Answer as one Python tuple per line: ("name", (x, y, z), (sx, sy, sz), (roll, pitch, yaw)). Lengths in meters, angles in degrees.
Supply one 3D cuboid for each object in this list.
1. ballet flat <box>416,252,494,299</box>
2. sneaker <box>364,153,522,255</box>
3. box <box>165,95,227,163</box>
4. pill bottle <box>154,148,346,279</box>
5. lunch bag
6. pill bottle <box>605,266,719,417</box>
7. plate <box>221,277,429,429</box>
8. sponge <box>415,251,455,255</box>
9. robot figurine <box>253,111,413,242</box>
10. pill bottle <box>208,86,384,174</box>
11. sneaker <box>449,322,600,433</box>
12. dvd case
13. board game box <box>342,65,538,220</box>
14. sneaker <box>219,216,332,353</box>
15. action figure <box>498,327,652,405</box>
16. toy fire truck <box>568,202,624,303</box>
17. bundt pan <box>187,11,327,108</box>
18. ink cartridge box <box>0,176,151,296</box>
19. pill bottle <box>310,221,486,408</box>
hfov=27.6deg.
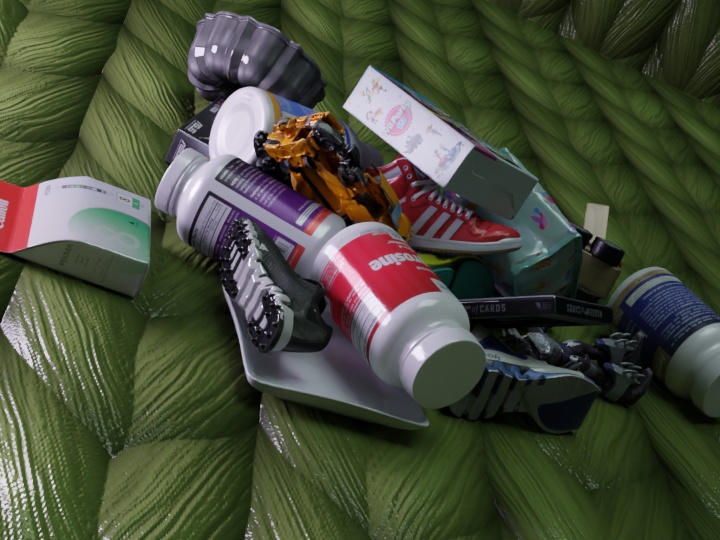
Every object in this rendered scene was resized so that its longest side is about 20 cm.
("ballet flat", (0.090, 0.003, 1.720), (0.067, 0.067, 0.200), (30, 13, 28))
("sneaker", (0.093, -0.078, 1.719), (0.199, 0.113, 0.071), (5, 4, 9))
("box", (-0.147, -0.150, 1.888), (0.158, 0.048, 0.200), (27, 22, 2))
("pill bottle", (-0.122, -0.053, 1.613), (0.200, 0.113, 0.112), (31, 22, 8))
("lunch bag", (0.195, -0.028, 1.849), (0.171, 0.122, 0.200), (55, -8, 28))
("pill bottle", (0.418, 0.093, 1.900), (0.115, 0.116, 0.200), (8, 28, -39))
("plate", (-0.044, 0.090, 1.492), (0.199, 0.032, 0.200), (18, 24, -23))
("sponge", (0.100, -0.030, 1.913), (0.111, 0.030, 0.200), (34, 21, -2))
("robot figurine", (-0.031, -0.099, 1.629), (0.200, 0.145, 0.058), (54, 50, -30))
("pill bottle", (-0.071, -0.137, 1.740), (0.200, 0.112, 0.112), (18, 22, -41))
("sneaker", (0.162, 0.109, 1.620), (0.199, 0.081, 0.115), (12, 28, -30))
("dvd case", (0.164, 0.048, 1.657), (0.199, 0.025, 0.150), (-4, -8, 34))
("board game box", (0.094, -0.150, 1.734), (0.200, 0.064, 0.147), (41, 12, 38))
("sneaker", (-0.083, 0.020, 1.481), (0.090, 0.067, 0.200), (16, 28, -31))
("action figure", (0.252, 0.101, 1.761), (0.199, 0.070, 0.130), (12, 35, -25))
("toy fire truck", (0.289, -0.047, 2.083), (0.176, 0.129, 0.200), (28, 10, 4))
("bundt pan", (-0.151, -0.258, 1.985), (0.201, 0.076, 0.202), (24, -22, 10))
("ink cartridge box", (-0.313, -0.057, 1.494), (0.199, 0.050, 0.161), (22, 22, -18))
("pill bottle", (0.040, 0.047, 1.491), (0.112, 0.113, 0.200), (8, 29, -39))
